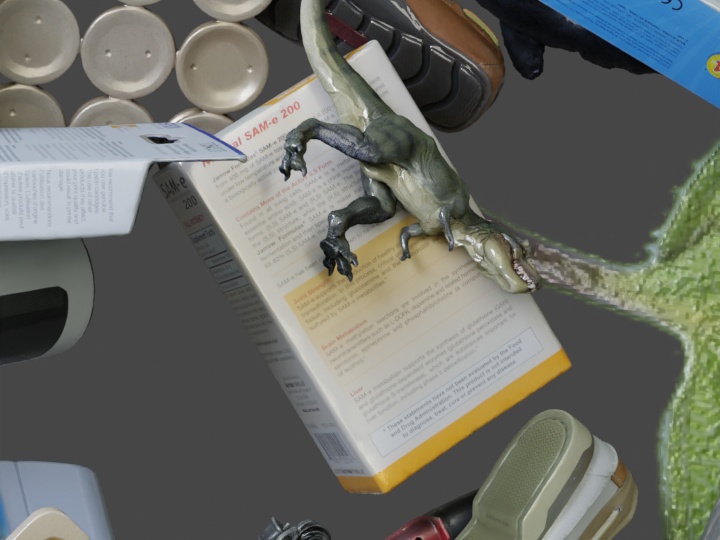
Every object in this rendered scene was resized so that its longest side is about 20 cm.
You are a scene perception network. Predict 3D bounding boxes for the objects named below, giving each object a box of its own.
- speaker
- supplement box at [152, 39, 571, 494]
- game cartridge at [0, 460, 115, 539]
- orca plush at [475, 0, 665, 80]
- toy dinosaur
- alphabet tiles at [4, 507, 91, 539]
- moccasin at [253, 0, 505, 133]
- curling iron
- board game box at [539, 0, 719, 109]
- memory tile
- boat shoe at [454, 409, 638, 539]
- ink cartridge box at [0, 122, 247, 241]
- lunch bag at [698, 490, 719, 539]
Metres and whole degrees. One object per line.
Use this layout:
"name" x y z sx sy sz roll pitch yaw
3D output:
"speaker" -0.226 0.017 1.092 0.200 0.081 0.081 -10 74 -51
"supplement box" 0.000 0.000 1.175 0.126 0.074 0.200 -32 95 -16
"game cartridge" -0.215 0.165 1.117 0.200 0.040 0.133 -11 64 -17
"orca plush" 0.116 -0.139 1.268 0.200 0.071 0.105 23 28 -9
"toy dinosaur" 0.005 -0.053 1.119 0.088 0.047 0.200 -39 96 -31
"alphabet tiles" -0.181 0.212 1.068 0.196 0.015 0.200 -45 119 -7
"moccasin" -0.005 -0.157 1.233 0.201 0.074 0.078 30 32 -4
"curling iron" 0.032 0.131 1.181 0.200 0.026 0.050 -17 114 -18
"board game box" 0.212 -0.173 1.240 0.200 0.056 0.196 31 45 0
"memory tile" -0.119 -0.139 1.181 0.153 0.017 0.200 7 106 -12
"boat shoe" 0.070 0.171 1.156 0.068 0.075 0.200 38 89 -27
"ink cartridge box" -0.168 -0.043 1.084 0.200 0.196 0.043 -1 98 -12
"lunch bag" 0.224 0.174 1.117 0.118 0.164 0.200 29 59 -1
